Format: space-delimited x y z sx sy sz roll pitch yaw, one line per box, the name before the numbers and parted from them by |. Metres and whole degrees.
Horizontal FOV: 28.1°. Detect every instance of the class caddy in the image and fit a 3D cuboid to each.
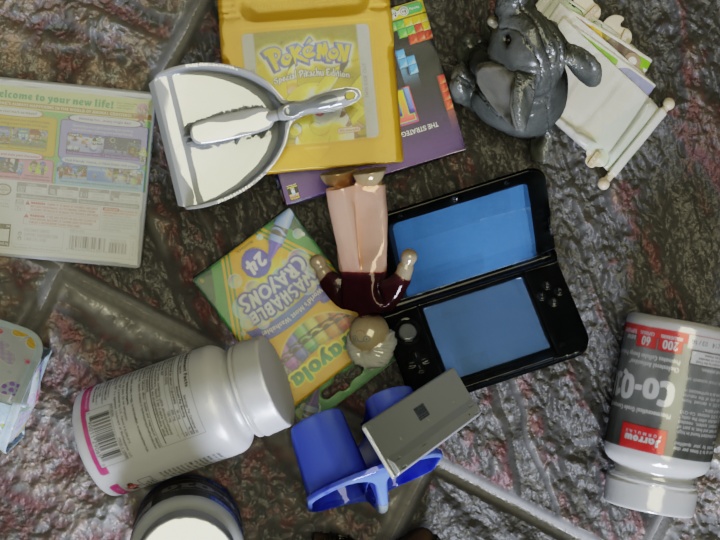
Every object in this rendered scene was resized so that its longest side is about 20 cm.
caddy | 0.006 0.192 1.441 0.141 0.200 0.105 -19 76 -7

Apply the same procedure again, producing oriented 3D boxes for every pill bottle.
pill bottle | 0.319 0.151 1.511 0.113 0.114 0.201 10 89 -7
pill bottle | -0.174 0.142 1.433 0.199 0.113 0.114 -19 93 9
pill bottle | -0.170 0.270 1.413 0.113 0.200 0.114 0 91 -7

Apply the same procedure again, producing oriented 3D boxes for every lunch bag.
lunch bag | -0.393 0.098 1.386 0.169 0.200 0.128 19 89 -6

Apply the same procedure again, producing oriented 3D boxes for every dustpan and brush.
dustpan and brush | -0.097 -0.148 1.402 0.199 0.057 0.140 -14 92 -3

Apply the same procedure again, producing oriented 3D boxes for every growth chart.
growth chart | 0.244 -0.207 1.545 0.145 0.018 0.200 -45 95 -5

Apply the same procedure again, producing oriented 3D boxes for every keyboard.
keyboard | 0.062 0.143 1.386 0.011 0.200 0.056 -40 82 29

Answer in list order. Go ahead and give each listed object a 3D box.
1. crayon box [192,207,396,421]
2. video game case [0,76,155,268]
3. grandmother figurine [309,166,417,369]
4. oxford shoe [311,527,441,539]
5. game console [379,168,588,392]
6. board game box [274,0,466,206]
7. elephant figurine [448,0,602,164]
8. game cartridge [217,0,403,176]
crayon box | -0.066 0.052 1.497 0.126 0.052 0.200 -37 95 -5
video game case | -0.317 -0.102 1.481 0.199 0.022 0.183 5 90 -6
grandmother figurine | 0.000 0.000 1.435 0.060 0.121 0.201 -18 105 -46
oxford shoe | -0.013 0.305 1.497 0.199 0.073 0.085 -22 91 -6
game console | 0.121 0.019 1.479 0.199 0.117 0.177 -17 67 -5
board game box | -0.009 -0.174 1.498 0.199 0.057 0.166 -18 92 -6
elephant figurine | 0.164 -0.204 1.426 0.154 0.200 0.142 20 86 -9
game cartridge | -0.051 -0.201 1.448 0.175 0.032 0.201 -5 94 -3
